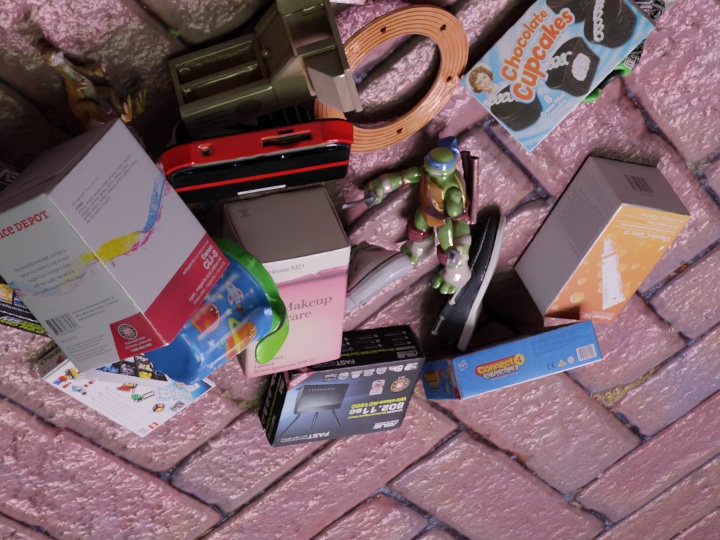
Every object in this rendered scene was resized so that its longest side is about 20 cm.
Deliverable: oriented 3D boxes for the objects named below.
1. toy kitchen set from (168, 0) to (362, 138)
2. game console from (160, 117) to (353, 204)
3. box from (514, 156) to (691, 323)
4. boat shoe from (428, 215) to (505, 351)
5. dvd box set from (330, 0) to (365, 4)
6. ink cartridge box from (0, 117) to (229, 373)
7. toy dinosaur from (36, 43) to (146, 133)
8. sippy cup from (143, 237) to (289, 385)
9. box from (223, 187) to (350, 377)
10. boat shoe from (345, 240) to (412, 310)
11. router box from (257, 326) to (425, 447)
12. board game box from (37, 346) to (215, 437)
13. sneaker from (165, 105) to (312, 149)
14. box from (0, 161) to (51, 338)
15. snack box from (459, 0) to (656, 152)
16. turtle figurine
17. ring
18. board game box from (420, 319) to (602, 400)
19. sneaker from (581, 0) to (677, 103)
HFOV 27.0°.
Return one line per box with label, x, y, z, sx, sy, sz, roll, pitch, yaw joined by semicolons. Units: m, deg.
toy kitchen set;-0.105;-0.207;1.469;0.180;0.164;0.200;-18;151;1
game console;-0.107;-0.114;1.580;0.199;0.031;0.177;-9;172;-5
box;0.314;-0.037;1.961;0.124;0.098;0.200;6;131;-32
boat shoe;0.138;0.013;1.946;0.060;0.076;0.201;19;114;6
dvd box set;-0.030;-0.360;1.489;0.146;0.029;0.200;1;133;-28
ink cartridge box;-0.268;-0.025;1.534;0.145;0.145;0.200;-17;118;40
toy dinosaur;-0.279;-0.169;1.557;0.106;0.061;0.200;9;143;12
sippy cup;-0.178;0.053;1.673;0.178;0.130;0.140;-17;112;48
box;-0.092;0.016;1.796;0.127;0.109;0.200;-11;138;-16
boat shoe;0.000;0.000;1.794;0.073;0.067;0.200;-30;177;-23
router box;-0.026;0.157;2.016;0.199;0.062;0.150;-6;137;-22
board game box;-0.289;0.129;1.871;0.126;0.035;0.200;-35;139;12
sneaker;-0.128;-0.139;1.659;0.199;0.074;0.080;-2;161;-30
box;-0.333;-0.013;1.605;0.044;0.161;0.200;-14;154;43
snack box;0.221;-0.244;1.685;0.200;0.116;0.037;-46;179;22
turtle figurine;0.066;-0.046;1.792;0.143;0.201;0.194;8;145;13
ring;0.031;-0.214;1.663;0.200;0.019;0.201;-24;145;-18
board game box;0.197;0.122;2.014;0.199;0.056;0.196;-15;178;-12
sneaker;0.309;-0.271;1.719;0.078;0.085;0.200;21;121;-41
